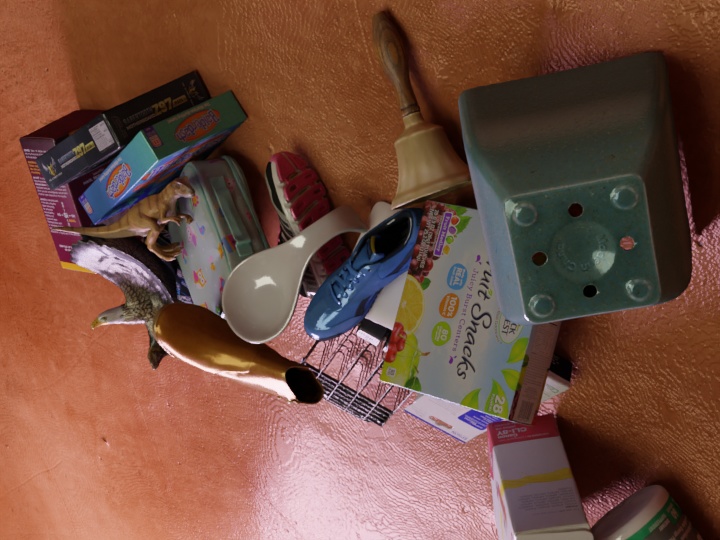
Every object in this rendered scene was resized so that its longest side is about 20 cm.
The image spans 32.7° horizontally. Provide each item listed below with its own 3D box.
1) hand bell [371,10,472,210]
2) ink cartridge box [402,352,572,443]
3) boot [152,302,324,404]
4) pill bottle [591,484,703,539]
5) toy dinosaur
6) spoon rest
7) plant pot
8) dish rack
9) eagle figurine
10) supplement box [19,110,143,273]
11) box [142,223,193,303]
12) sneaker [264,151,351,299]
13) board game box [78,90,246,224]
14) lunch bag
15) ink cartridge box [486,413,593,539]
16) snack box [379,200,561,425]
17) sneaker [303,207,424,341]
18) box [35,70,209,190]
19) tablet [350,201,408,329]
[{"bbox_3d":[0.049,-0.176,1.298,0.104,0.103,0.203,-20,88,49],"label":"hand bell"},{"bbox_3d":[0.141,0.132,1.393,0.099,0.040,0.200,29,142,-20],"label":"ink cartridge box"},{"bbox_3d":[-0.140,0.101,1.466,0.143,0.072,0.201,15,167,43],"label":"boot"},{"bbox_3d":[0.338,0.343,1.313,0.201,0.113,0.113,53,139,3],"label":"pill bottle"},{"bbox_3d":[-0.273,-0.060,1.535,0.198,0.061,0.107,-25,110,22],"label":"toy dinosaur"},{"bbox_3d":[-0.083,0.000,1.419,0.200,0.060,0.100,-43,71,12],"label":"spoon rest"},{"bbox_3d":[0.193,-0.054,1.075,0.193,0.201,0.199,-10,113,12],"label":"plant pot"},{"bbox_3d":[0.005,0.113,1.506,0.152,0.055,0.200,31,143,-2],"label":"dish rack"},{"bbox_3d":[-0.299,0.027,1.633,0.150,0.150,0.203,-9,104,41],"label":"eagle figurine"},{"bbox_3d":[-0.386,-0.112,1.727,0.085,0.110,0.203,7,120,40],"label":"supplement box"},{"bbox_3d":[-0.224,0.038,1.716,0.199,0.046,0.161,31,133,26],"label":"box"},{"bbox_3d":[-0.077,-0.046,1.495,0.087,0.074,0.202,-10,113,40],"label":"sneaker"},{"bbox_3d":[-0.251,-0.141,1.544,0.045,0.151,0.199,57,140,1],"label":"board game box"},{"bbox_3d":[-0.174,-0.034,1.552,0.202,0.076,0.161,66,148,22],"label":"lunch bag"},{"bbox_3d":[0.195,0.276,1.343,0.082,0.201,0.147,-7,117,0],"label":"ink cartridge box"},{"bbox_3d":[0.125,0.042,1.281,0.167,0.067,0.203,14,88,37],"label":"snack box"},{"bbox_3d":[0.000,0.000,1.365,0.200,0.078,0.066,-41,63,15],"label":"sneaker"},{"bbox_3d":[-0.306,-0.178,1.569,0.199,0.157,0.052,-18,102,49],"label":"box"},{"bbox_3d":[0.070,0.011,1.374,0.198,0.014,0.132,23,89,33],"label":"tablet"}]
